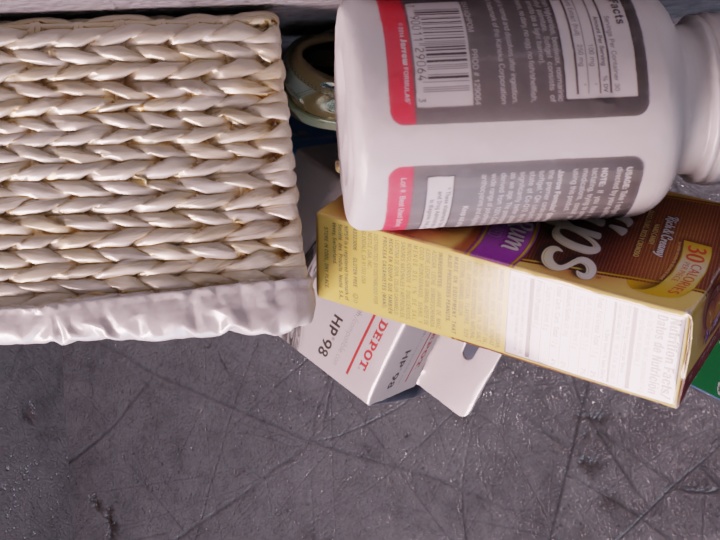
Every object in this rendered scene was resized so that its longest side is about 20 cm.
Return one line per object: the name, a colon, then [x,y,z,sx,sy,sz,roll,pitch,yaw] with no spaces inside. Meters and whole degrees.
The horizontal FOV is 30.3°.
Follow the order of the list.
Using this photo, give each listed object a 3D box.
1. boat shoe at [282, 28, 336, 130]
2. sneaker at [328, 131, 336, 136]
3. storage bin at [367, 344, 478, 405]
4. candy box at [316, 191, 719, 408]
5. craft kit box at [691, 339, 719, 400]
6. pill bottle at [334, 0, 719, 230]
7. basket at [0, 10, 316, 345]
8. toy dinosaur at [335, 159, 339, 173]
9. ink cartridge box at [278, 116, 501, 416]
boat shoe: [0.055,-0.108,0.750,0.198,0.072,0.076,-3,171,-9]
sneaker: [-0.007,-0.096,0.971,0.070,0.078,0.200,41,165,-12]
storage bin: [0.048,0.008,1.032,0.145,0.135,0.200,-34,170,11]
candy box: [0.090,-0.008,0.682,0.199,0.057,0.117,17,-146,25]
craft kit box: [0.327,0.059,0.858,0.196,0.049,0.200,-1,-177,-2]
pill bottle: [0.089,-0.079,0.637,0.198,0.112,0.111,-3,-177,-5]
basket: [-0.129,-0.047,0.722,0.198,0.162,0.198,-3,-177,-6]
toy dinosaur: [0.064,-0.093,0.836,0.198,0.102,0.058,-4,-177,-25]
ink cartridge box: [0.000,0.000,0.843,0.199,0.116,0.067,35,-157,23]
